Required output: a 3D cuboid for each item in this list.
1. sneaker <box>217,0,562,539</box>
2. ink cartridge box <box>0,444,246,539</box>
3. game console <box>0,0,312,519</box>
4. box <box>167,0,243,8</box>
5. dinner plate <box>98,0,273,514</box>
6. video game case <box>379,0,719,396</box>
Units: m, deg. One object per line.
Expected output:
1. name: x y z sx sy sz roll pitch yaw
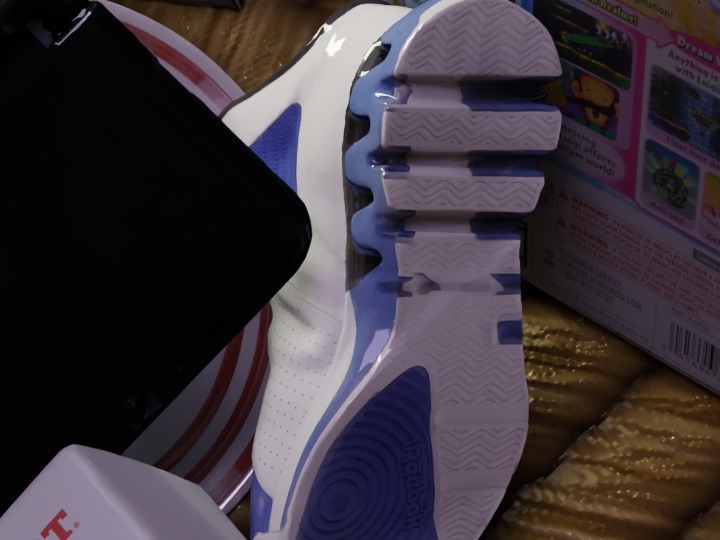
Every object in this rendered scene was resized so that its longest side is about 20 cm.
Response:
1. sneaker: 0.000 -0.001 0.866 0.115 0.080 0.200 30 111 58
2. ink cartridge box: -0.057 0.170 0.772 0.147 0.083 0.200 -49 59 6
3. game console: -0.151 -0.011 0.823 0.200 0.116 0.176 -46 52 -1
4. box: -0.129 -0.165 1.044 0.199 0.035 0.110 8 61 17
5. dinner plate: -0.110 0.007 0.880 0.200 0.024 0.201 2 85 -21
6. video game case: 0.087 -0.046 0.836 0.200 0.182 0.024 32 56 27
